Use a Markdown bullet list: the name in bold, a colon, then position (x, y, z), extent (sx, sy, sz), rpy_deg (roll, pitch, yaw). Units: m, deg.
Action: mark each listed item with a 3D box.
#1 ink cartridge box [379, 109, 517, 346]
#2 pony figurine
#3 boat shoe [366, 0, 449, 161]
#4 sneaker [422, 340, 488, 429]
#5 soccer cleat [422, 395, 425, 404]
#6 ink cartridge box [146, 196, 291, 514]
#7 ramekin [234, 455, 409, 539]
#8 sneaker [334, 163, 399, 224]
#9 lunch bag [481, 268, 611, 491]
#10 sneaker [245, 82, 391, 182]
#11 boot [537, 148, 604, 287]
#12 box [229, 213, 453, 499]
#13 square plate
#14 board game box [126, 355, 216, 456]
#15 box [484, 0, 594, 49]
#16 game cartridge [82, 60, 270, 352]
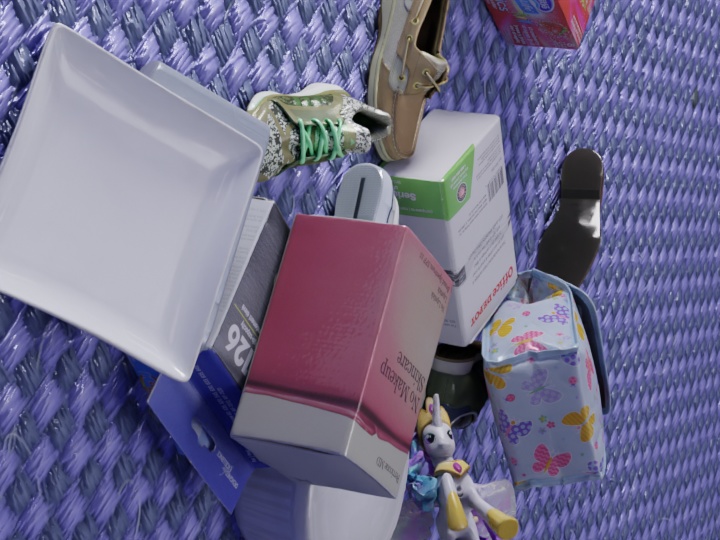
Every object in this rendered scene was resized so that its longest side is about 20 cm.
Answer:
- **ink cartridge box**: position (0.092, -0.045, 1.807), extent (0.146, 0.084, 0.201), rpy_deg (-48, 138, -47)
- **pony figurine**: position (0.098, 0.249, 1.763), extent (0.200, 0.166, 0.194), rpy_deg (-116, -161, -51)
- **boat shoe**: position (0.052, -0.205, 1.702), extent (0.074, 0.066, 0.201), rpy_deg (-11, 107, -62)
- **sneaker**: position (0.110, 0.128, 1.908), extent (0.200, 0.067, 0.090), rpy_deg (-5, 107, -71)
- **soccer cleat**: position (0.031, 0.117, 1.742), extent (0.200, 0.077, 0.070), rpy_deg (35, 67, -61)
- **ink cartridge box**: position (-0.089, 0.075, 1.452), extent (0.198, 0.047, 0.201), rpy_deg (63, 40, -52)
- **ramekin**: position (-0.039, 0.187, 1.607), extent (0.202, 0.094, 0.204), rpy_deg (-29, 124, -57)
- **sneaker**: position (0.000, 0.000, 1.652), extent (0.071, 0.073, 0.201), rpy_deg (45, 58, -54)
- **lunch bag**: position (0.201, 0.109, 1.865), extent (0.200, 0.126, 0.170), rpy_deg (-82, 159, -65)
- **sneaker**: position (-0.037, -0.123, 1.526), extent (0.200, 0.088, 0.077), rpy_deg (-33, 127, -56)
- **boot**: position (0.272, -0.047, 2.186), extent (0.076, 0.073, 0.201), rpy_deg (62, 41, -64)
- **box**: position (-0.012, 0.071, 1.438), extent (0.128, 0.108, 0.201), rpy_deg (47, 55, -59)
- **square plate**: position (-0.178, -0.046, 1.261), extent (0.200, 0.028, 0.199), rpy_deg (30, 66, -33)
- **board game box**: position (-0.137, 0.035, 1.433), extent (0.152, 0.036, 0.201), rpy_deg (-62, 148, -34)
- **box**: position (0.186, -0.338, 1.895), extent (0.200, 0.095, 0.100), rpy_deg (53, 52, -55)
- **game cartridge**: position (-0.150, -0.051, 1.326), extent (0.133, 0.041, 0.201), rpy_deg (30, 66, -37)
